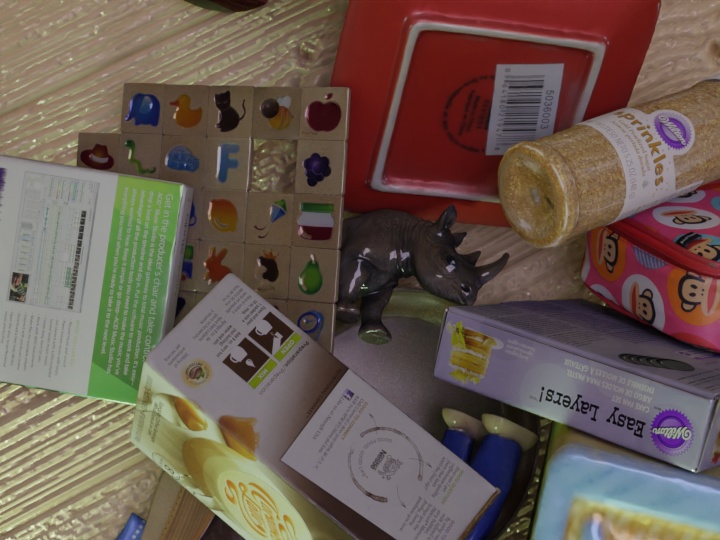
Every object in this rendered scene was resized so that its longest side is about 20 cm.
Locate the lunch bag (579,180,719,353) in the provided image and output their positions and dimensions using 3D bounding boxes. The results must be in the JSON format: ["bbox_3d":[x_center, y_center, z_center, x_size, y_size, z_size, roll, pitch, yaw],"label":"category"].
[{"bbox_3d":[0.254,-0.013,0.934,0.198,0.176,0.083,-7,113,-26],"label":"lunch bag"}]

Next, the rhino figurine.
[{"bbox_3d":[0.000,0.000,0.903,0.198,0.060,0.088,-7,58,16],"label":"rhino figurine"}]

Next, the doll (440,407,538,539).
[{"bbox_3d":[0.054,0.192,0.883,0.048,0.136,0.202,31,73,-35],"label":"doll"}]

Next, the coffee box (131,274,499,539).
[{"bbox_3d":[-0.032,0.113,0.804,0.199,0.115,0.080,38,59,10],"label":"coffee box"}]

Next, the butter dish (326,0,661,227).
[{"bbox_3d":[0.073,-0.143,0.921,0.197,0.149,0.201,5,129,-11],"label":"butter dish"}]

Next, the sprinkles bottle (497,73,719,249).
[{"bbox_3d":[0.181,-0.073,0.876,0.199,0.068,0.069,-21,92,-30],"label":"sprinkles bottle"}]

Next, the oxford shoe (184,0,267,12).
[{"bbox_3d":[-0.055,-0.220,0.871,0.070,0.199,0.076,14,80,-39],"label":"oxford shoe"}]

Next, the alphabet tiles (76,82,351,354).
[{"bbox_3d":[-0.102,-0.036,0.891,0.198,0.008,0.169,4,91,23],"label":"alphabet tiles"}]

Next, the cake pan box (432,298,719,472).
[{"bbox_3d":[0.172,0.064,0.869,0.183,0.199,0.053,20,102,32],"label":"cake pan box"}]

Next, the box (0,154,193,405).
[{"bbox_3d":[-0.215,0.001,0.883,0.198,0.036,0.146,10,92,5],"label":"box"}]

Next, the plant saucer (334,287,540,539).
[{"bbox_3d":[0.026,0.113,0.954,0.198,0.032,0.203,0,88,-11],"label":"plant saucer"}]

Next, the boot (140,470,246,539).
[{"bbox_3d":[-0.073,0.228,0.872,0.165,0.072,0.202,10,75,13],"label":"boot"}]

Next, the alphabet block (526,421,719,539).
[{"bbox_3d":[0.194,0.198,0.856,0.193,0.200,0.198,14,99,9],"label":"alphabet block"}]

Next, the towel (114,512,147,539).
[{"bbox_3d":[-0.113,0.279,0.926,0.199,0.024,0.145,35,82,-7],"label":"towel"}]
